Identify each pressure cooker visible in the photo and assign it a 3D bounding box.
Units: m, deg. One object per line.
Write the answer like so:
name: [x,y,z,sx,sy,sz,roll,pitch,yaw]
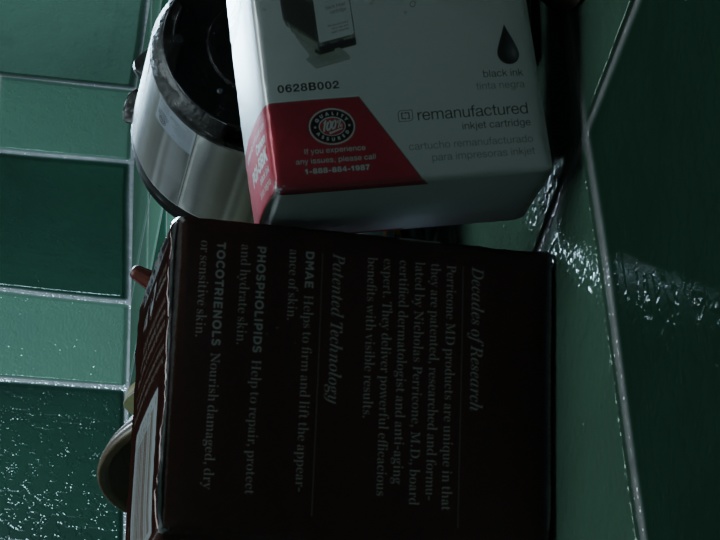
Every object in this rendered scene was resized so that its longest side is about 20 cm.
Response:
pressure cooker: [-0.096,-0.126,1.828,0.200,0.178,0.176,113,157,-58]

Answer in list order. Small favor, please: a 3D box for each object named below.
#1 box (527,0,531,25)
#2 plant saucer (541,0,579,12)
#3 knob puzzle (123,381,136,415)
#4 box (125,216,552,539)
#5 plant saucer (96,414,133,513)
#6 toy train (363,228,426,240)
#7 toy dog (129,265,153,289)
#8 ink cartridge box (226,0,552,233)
box: [0.061,-0.139,1.360,0.200,0.036,0.143,117,156,-62]
plant saucer: [0.102,-0.235,1.191,0.200,0.032,0.201,-176,90,-81]
knob puzzle: [-0.049,0.105,1.390,0.220,0.219,0.031,109,177,-54]
box: [-0.016,0.081,1.213,0.166,0.200,0.165,124,149,-68]
plant saucer: [-0.073,0.119,1.513,0.200,0.200,0.030,110,157,-55]
toy train: [0.000,0.000,1.417,0.114,0.085,0.200,61,-158,-56]
toy dog: [-0.075,0.002,1.511,0.132,0.096,0.200,-51,-9,28]
ink cartridge box: [0.009,-0.127,1.191,0.083,0.146,0.200,117,147,-71]
